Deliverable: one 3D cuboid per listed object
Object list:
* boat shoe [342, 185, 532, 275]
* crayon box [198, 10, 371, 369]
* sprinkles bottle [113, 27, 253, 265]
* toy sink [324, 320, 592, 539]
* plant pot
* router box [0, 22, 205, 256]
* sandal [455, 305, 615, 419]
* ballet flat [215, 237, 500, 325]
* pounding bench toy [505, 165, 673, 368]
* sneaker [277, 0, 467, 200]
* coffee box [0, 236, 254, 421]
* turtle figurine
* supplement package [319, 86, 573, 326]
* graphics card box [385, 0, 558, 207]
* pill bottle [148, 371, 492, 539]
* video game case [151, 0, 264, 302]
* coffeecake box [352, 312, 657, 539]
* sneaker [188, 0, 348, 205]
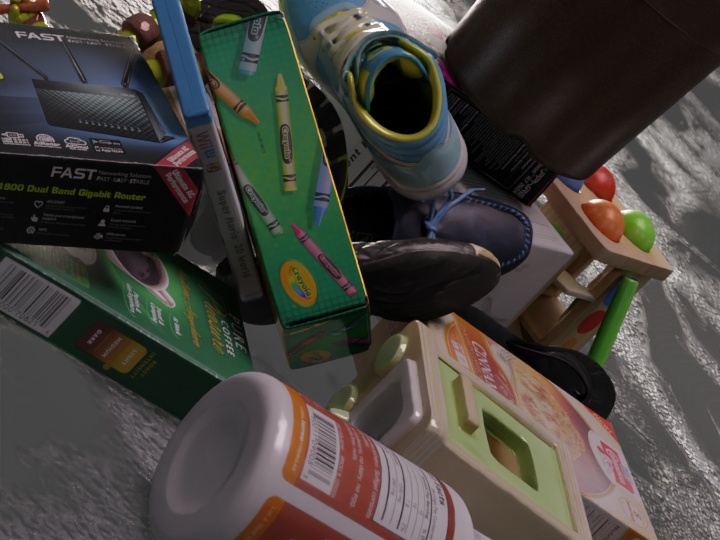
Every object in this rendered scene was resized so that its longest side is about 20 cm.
[{"bbox_3d":[0.024,-0.021,1.722,0.069,0.199,0.084,103,-17,-78],"label":"boat shoe"},{"bbox_3d":[-0.047,-0.049,1.545,0.119,0.058,0.201,86,-12,-76],"label":"crayon box"},{"bbox_3d":[-0.125,-0.091,1.692,0.068,0.068,0.200,27,25,-40],"label":"sprinkles bottle"},{"bbox_3d":[0.036,0.120,1.510,0.200,0.112,0.130,37,20,-20],"label":"toy sink"},{"bbox_3d":[0.179,-0.185,1.788,0.200,0.198,0.200,38,21,-17],"label":"plant pot"},{"bbox_3d":[-0.204,-0.081,1.395,0.199,0.062,0.150,4,33,-28],"label":"router box"},{"bbox_3d":[0.124,0.084,1.819,0.200,0.076,0.048,24,-3,-38],"label":"sandal"},{"bbox_3d":[0.000,0.000,1.643,0.199,0.067,0.057,-3,36,-18],"label":"ballet flat"},{"bbox_3d":[0.168,0.015,1.935,0.124,0.156,0.200,14,35,-56],"label":"pounding bench toy"},{"bbox_3d":[0.004,-0.152,1.664,0.200,0.079,0.131,54,-5,18],"label":"sneaker"},{"bbox_3d":[-0.152,0.013,1.454,0.200,0.044,0.123,32,22,-30],"label":"coffee box"},{"bbox_3d":[-0.166,-0.129,1.639,0.161,0.065,0.200,-23,46,-27],"label":"turtle figurine"},{"bbox_3d":[0.042,-0.050,1.868,0.121,0.120,0.200,11,37,-55],"label":"supplement package"},{"bbox_3d":[0.059,-0.143,1.837,0.200,0.051,0.126,32,23,-25],"label":"graphics card box"},{"bbox_3d":[-0.011,0.148,1.358,0.200,0.112,0.112,34,21,-29],"label":"pill bottle"},{"bbox_3d":[-0.098,-0.091,1.504,0.200,0.018,0.143,76,-3,-56],"label":"video game case"},{"bbox_3d":[0.099,0.123,1.696,0.200,0.073,0.154,35,19,-26],"label":"coffeecake box"},{"bbox_3d":[-0.058,-0.105,1.715,0.081,0.074,0.200,76,-9,-57],"label":"sneaker"}]
